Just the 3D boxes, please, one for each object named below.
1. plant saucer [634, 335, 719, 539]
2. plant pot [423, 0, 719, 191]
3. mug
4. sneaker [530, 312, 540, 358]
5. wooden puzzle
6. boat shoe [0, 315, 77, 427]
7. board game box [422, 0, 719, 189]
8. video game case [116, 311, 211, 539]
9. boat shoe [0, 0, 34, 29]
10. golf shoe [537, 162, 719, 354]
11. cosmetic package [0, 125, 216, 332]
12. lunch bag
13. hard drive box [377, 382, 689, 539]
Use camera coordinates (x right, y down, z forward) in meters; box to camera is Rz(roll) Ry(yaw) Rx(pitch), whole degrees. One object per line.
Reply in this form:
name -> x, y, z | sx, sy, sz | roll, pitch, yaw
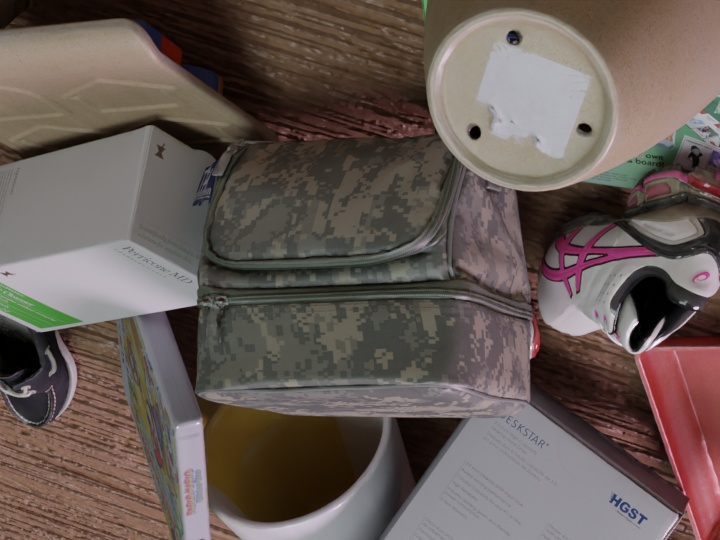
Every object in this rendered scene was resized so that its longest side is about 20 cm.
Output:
plant saucer -> 0.299, 0.110, 1.239 | 0.199, 0.037, 0.200 | -2, 131, 28
plant pot -> 0.107, -0.127, 0.951 | 0.186, 0.200, 0.188 | 10, 122, 17
mug -> -0.028, 0.154, 1.396 | 0.149, 0.187, 0.153 | -25, 134, 4
sneaker -> 0.022, 0.036, 1.268 | 0.199, 0.082, 0.078 | 9, 135, 17
wooden puzzle -> -0.169, -0.112, 1.196 | 0.184, 0.047, 0.200 | -3, 161, 23
boat shoe -> -0.259, 0.059, 1.445 | 0.074, 0.060, 0.200 | 19, 137, 7
board game box -> 0.138, -0.109, 1.107 | 0.199, 0.029, 0.135 | 10, 135, 18
video game case -> -0.142, 0.094, 1.343 | 0.023, 0.200, 0.182 | -13, 137, -14
boat shoe -> -0.217, -0.216, 1.148 | 0.074, 0.069, 0.200 | 49, 145, 11
golf shoe -> 0.156, 0.009, 1.148 | 0.072, 0.092, 0.200 | 23, 155, -12
cosmetic package -> -0.177, -0.024, 1.256 | 0.199, 0.085, 0.107 | -9, 152, 41
lunch bag -> 0.000, 0.000, 1.153 | 0.199, 0.169, 0.139 | -3, 168, 28
hard drive box -> 0.101, 0.192, 1.283 | 0.156, 0.077, 0.200 | 37, 99, 11
